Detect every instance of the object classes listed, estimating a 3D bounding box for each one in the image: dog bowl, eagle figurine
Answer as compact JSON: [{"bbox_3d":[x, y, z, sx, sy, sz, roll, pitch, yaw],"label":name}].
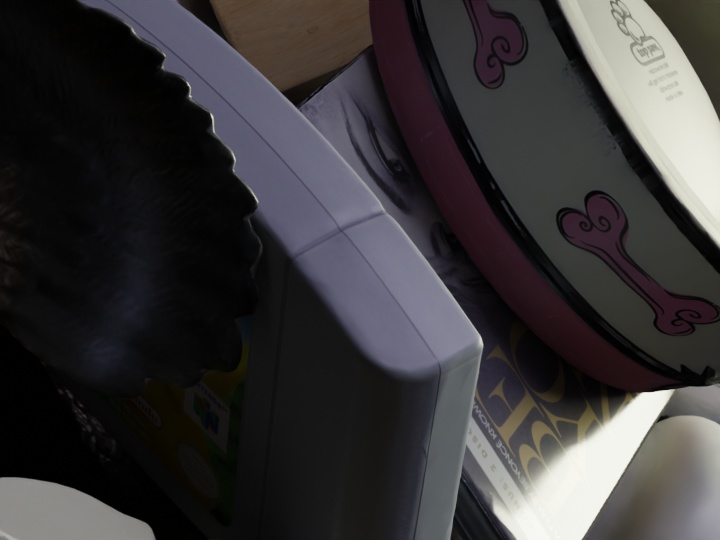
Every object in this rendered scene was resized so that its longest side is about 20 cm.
[{"bbox_3d":[0.081,-0.052,0.875,0.200,0.074,0.201,40,33,-32],"label":"dog bowl"},{"bbox_3d":[-0.143,-0.029,0.691,0.199,0.151,0.152,12,28,-40],"label":"eagle figurine"}]

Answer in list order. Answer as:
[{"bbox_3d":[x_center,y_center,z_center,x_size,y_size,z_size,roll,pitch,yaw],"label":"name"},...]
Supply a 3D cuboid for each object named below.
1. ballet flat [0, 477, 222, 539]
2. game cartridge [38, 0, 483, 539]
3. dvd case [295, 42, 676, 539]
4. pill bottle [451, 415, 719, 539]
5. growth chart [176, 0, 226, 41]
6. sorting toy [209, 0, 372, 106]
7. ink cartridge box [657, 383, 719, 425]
[{"bbox_3d":[-0.063,0.091,0.708,0.200,0.064,0.076,25,32,-47],"label":"ballet flat"},{"bbox_3d":[-0.047,0.000,0.762,0.040,0.134,0.200,-23,50,-33],"label":"game cartridge"},{"bbox_3d":[0.040,-0.003,0.853,0.149,0.016,0.200,57,28,-7],"label":"dvd case"},{"bbox_3d":[0.122,0.117,0.934,0.199,0.112,0.112,33,22,-5],"label":"pill bottle"},{"bbox_3d":[-0.042,-0.065,1.022,0.201,0.018,0.145,62,13,-1],"label":"growth chart"},{"bbox_3d":[0.026,-0.158,1.029,0.070,0.199,0.199,74,-7,-61],"label":"sorting toy"},{"bbox_3d":[0.090,0.012,1.020,0.199,0.068,0.116,23,47,8],"label":"ink cartridge box"}]
